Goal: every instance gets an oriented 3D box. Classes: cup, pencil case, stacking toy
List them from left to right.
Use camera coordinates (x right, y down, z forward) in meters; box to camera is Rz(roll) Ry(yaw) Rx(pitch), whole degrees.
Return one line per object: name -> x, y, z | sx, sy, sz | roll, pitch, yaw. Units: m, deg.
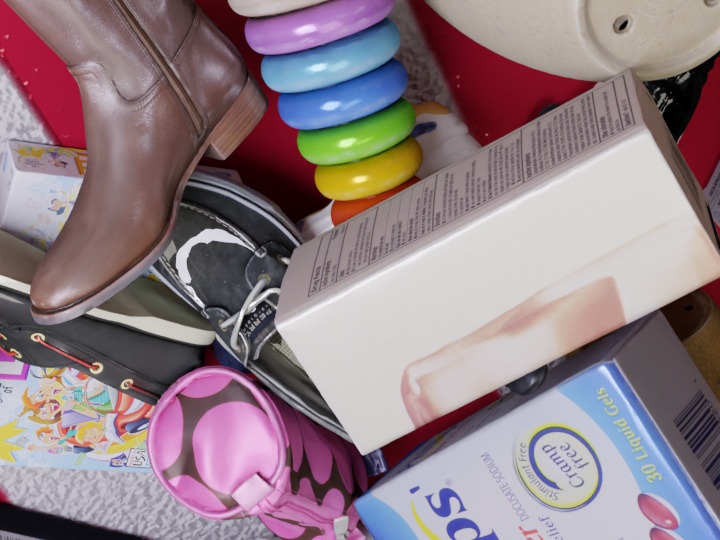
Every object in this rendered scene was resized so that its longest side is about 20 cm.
pencil case -> -0.052, 0.115, 1.053 | 0.091, 0.094, 0.200 | -30, 161, 8
stacking toy -> -0.002, -0.068, 0.952 | 0.085, 0.085, 0.200 | -19, 106, -7
cup -> 0.129, -0.176, 0.931 | 0.200, 0.143, 0.200 | -11, 127, -14

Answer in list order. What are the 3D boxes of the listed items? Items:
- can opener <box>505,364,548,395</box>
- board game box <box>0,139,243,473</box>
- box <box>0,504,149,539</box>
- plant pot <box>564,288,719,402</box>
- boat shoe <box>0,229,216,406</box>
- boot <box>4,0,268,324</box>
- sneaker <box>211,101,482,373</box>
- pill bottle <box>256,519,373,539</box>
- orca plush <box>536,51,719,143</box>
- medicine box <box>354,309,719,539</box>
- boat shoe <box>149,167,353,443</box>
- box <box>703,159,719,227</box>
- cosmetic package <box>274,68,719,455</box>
can opener -> 0.066, 0.033, 1.038 | 0.063, 0.200, 0.079 | 20, 98, -4
board game box -> -0.156, 0.027, 1.038 | 0.134, 0.034, 0.200 | 6, 122, -24
box -> -0.243, 0.253, 1.116 | 0.197, 0.117, 0.200 | 20, 114, -32
plant pot -> 0.203, 0.115, 1.169 | 0.186, 0.186, 0.200 | -21, 114, -6
boat shoe -> -0.169, 0.022, 0.960 | 0.201, 0.074, 0.063 | 22, 106, -37
boot -> -0.149, -0.101, 0.875 | 0.186, 0.064, 0.200 | -56, 129, -30
sneaker -> 0.000, 0.000, 1.033 | 0.088, 0.075, 0.200 | 45, 106, 4
pill bottle -> 0.028, 0.218, 1.199 | 0.200, 0.113, 0.113 | 2, 124, -22
orca plush -> 0.173, -0.072, 1.069 | 0.200, 0.071, 0.105 | -39, 129, 9
medicine box -> 0.133, 0.155, 1.069 | 0.200, 0.103, 0.182 | -34, 89, 30
boat shoe -> -0.045, 0.018, 0.974 | 0.200, 0.071, 0.072 | 38, 107, -14
box -> 0.334, -0.048, 1.130 | 0.200, 0.101, 0.113 | 7, 121, -25
cosmetic package -> 0.068, -0.005, 0.886 | 0.200, 0.103, 0.087 | -27, 109, 16
